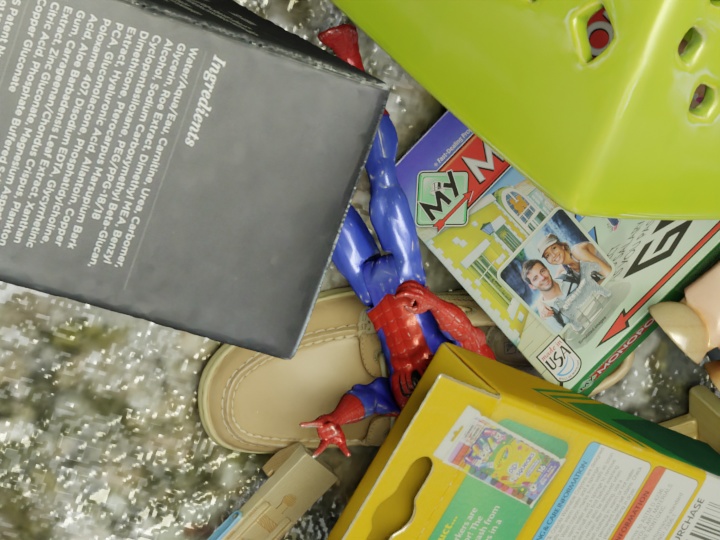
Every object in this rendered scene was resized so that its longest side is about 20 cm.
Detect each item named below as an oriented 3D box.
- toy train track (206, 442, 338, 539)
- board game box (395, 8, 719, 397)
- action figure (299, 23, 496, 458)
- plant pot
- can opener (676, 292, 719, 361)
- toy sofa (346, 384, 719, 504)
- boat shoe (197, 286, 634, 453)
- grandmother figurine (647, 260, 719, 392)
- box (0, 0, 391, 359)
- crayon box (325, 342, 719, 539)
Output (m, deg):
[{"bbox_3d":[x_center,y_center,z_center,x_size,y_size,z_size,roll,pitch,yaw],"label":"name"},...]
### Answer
[{"bbox_3d":[-0.090,0.152,1.124,0.200,0.033,0.115,-46,124,5],"label":"toy train track"},{"bbox_3d":[0.119,-0.059,1.085,0.200,0.135,0.029,-46,158,11],"label":"board game box"},{"bbox_3d":[0.000,0.000,1.051,0.065,0.099,0.200,-24,89,23],"label":"action figure"},{"bbox_3d":[0.121,-0.147,0.929,0.199,0.200,0.182,-4,126,-41],"label":"plant pot"},{"bbox_3d":[0.205,0.049,1.148,0.200,0.053,0.067,43,60,-47],"label":"can opener"},{"bbox_3d":[0.098,0.136,1.169,0.199,0.083,0.098,-16,118,-16],"label":"toy sofa"},{"bbox_3d":[0.026,0.044,1.128,0.199,0.065,0.071,-13,108,-16],"label":"boat shoe"},{"bbox_3d":[0.221,-0.020,1.026,0.200,0.061,0.121,-42,113,8],"label":"grandmother figurine"},{"bbox_3d":[-0.124,-0.066,0.971,0.200,0.197,0.118,16,99,-23],"label":"box"},{"bbox_3d":[0.064,0.111,1.051,0.200,0.052,0.126,22,103,-38],"label":"crayon box"}]
